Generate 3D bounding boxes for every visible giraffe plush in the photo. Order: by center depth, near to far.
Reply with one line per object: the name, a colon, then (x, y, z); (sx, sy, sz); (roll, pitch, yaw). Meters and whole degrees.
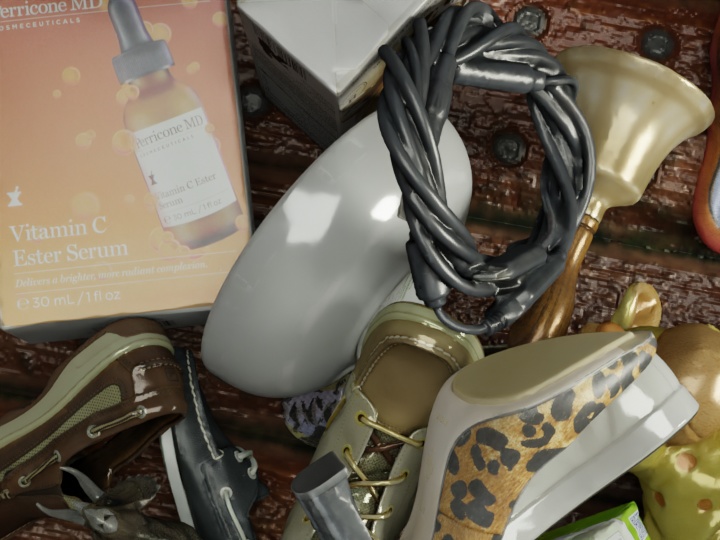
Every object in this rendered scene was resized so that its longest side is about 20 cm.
giraffe plush: (0.194, 0.091, 1.030); (0.200, 0.173, 0.162); (-34, 105, 25)

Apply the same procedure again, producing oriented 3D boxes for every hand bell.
hand bell: (0.130, -0.021, 1.066); (0.104, 0.104, 0.201); (22, 77, 1)

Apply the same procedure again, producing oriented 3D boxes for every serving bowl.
serving bowl: (0.000, 0.000, 1.019); (0.066, 0.200, 0.200); (40, 84, 16)

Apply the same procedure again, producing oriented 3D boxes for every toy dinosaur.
toy dinosaur: (-0.115, 0.185, 1.016); (0.102, 0.201, 0.077); (28, 50, 21)
toy dinosaur: (0.247, -0.107, 1.125); (0.182, 0.105, 0.200); (-53, 50, 7)

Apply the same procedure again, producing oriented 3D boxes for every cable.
cable: (0.067, -0.064, 0.964); (0.051, 0.200, 0.164); (-17, 105, 37)

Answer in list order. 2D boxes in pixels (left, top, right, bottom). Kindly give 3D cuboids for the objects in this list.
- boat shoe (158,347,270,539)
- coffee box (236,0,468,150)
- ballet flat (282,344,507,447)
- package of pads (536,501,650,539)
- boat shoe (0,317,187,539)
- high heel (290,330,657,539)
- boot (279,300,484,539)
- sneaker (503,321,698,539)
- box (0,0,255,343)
boat shoe: (-0.083, 0.140, 1.074); (0.060, 0.076, 0.201); (-11, 96, -2)
coffee box: (0.000, -0.141, 1.039); (0.080, 0.200, 0.113); (42, 85, 6)
ballet flat: (0.051, 0.073, 1.084); (0.199, 0.072, 0.073); (-4, 84, -2)
package of pads: (0.101, 0.236, 1.012); (0.200, 0.068, 0.155); (-27, 90, 37)
boat shoe: (-0.176, 0.116, 1.033); (0.202, 0.075, 0.075); (-45, 62, 25)
high heel: (0.080, 0.121, 0.912); (0.199, 0.071, 0.143); (-27, 111, 1)
boot: (0.000, 0.121, 0.968); (0.072, 0.200, 0.155); (26, 54, 4)
sneaker: (0.081, 0.102, 0.967); (0.200, 0.073, 0.085); (-40, 86, 14)
box: (-0.144, -0.066, 1.074); (0.151, 0.106, 0.201); (-7, 84, -2)
